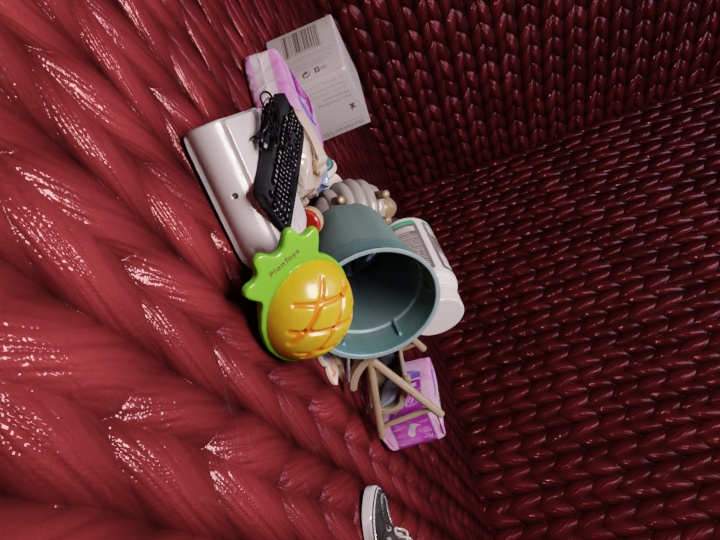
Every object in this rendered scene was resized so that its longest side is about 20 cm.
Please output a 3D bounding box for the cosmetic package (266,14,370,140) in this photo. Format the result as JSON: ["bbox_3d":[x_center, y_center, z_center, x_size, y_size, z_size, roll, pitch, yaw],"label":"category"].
[{"bbox_3d":[-0.094,-0.433,1.189,0.200,0.164,0.165,46,28,-64],"label":"cosmetic package"}]

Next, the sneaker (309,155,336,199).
[{"bbox_3d":[-0.101,-0.198,1.001,0.080,0.077,0.200,56,20,-19],"label":"sneaker"}]

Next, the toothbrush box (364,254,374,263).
[{"bbox_3d":[0.001,0.028,1.108,0.146,0.085,0.201,-40,112,-80],"label":"toothbrush box"}]

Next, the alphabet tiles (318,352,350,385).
[{"bbox_3d":[-0.057,0.095,0.891,0.196,0.015,0.200,-87,157,-62],"label":"alphabet tiles"}]

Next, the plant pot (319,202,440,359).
[{"bbox_3d":[0.000,0.000,0.817,0.196,0.200,0.200,-112,176,-53],"label":"plant pot"}]

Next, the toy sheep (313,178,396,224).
[{"bbox_3d":[-0.022,-0.111,0.977,0.138,0.199,0.138,174,-90,-66],"label":"toy sheep"}]

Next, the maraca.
[{"bbox_3d":[-0.073,0.034,0.623,0.107,0.137,0.200,26,-28,33],"label":"maraca"}]

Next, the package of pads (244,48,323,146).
[{"bbox_3d":[-0.143,-0.316,0.986,0.200,0.075,0.121,40,35,-70],"label":"package of pads"}]

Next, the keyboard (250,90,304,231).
[{"bbox_3d":[-0.093,-0.150,0.644,0.104,0.040,0.200,53,30,-47],"label":"keyboard"}]

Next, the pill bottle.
[{"bbox_3d":[0.105,0.009,0.918,0.113,0.113,0.200,60,9,-47],"label":"pill bottle"}]

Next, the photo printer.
[{"bbox_3d":[-0.136,-0.103,0.673,0.166,0.069,0.200,-77,148,-66],"label":"photo printer"}]

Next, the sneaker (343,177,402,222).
[{"bbox_3d":[0.013,-0.132,1.087,0.076,0.199,0.115,-138,-124,-72],"label":"sneaker"}]

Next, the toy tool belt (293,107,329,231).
[{"bbox_3d":[-0.101,-0.157,0.807,0.200,0.125,0.123,66,18,-13],"label":"toy tool belt"}]

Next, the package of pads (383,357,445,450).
[{"bbox_3d":[0.103,0.272,1.075,0.200,0.120,0.076,-85,154,-65],"label":"package of pads"}]

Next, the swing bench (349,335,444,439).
[{"bbox_3d":[0.045,0.157,0.948,0.200,0.129,0.199,60,13,-28],"label":"swing bench"}]

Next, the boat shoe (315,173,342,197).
[{"bbox_3d":[-0.046,-0.156,1.147,0.200,0.072,0.068,32,-16,-20],"label":"boat shoe"}]

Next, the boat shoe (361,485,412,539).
[{"bbox_3d":[0.046,0.408,0.739,0.200,0.068,0.074,-96,164,-49],"label":"boat shoe"}]
